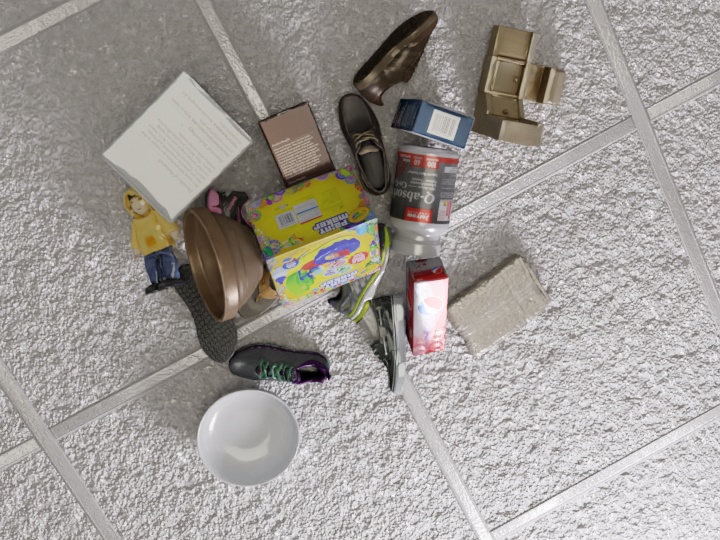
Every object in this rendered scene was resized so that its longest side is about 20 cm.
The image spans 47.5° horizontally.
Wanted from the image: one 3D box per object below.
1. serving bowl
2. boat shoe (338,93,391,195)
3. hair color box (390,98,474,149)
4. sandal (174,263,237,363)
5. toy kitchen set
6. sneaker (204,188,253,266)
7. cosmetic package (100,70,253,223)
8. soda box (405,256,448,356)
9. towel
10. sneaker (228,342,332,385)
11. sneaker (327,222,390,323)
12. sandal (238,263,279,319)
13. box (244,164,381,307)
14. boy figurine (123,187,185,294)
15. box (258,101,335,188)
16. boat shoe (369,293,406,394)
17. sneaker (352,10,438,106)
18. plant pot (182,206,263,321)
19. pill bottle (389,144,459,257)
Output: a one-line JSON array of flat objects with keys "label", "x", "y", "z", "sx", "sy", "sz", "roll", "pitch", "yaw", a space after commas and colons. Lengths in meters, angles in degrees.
[{"label": "serving bowl", "x": -0.221, "y": 0.318, "z": 1.610, "sx": 0.200, "sy": 0.066, "sz": 0.200, "roll": -2, "pitch": 102, "yaw": -8}, {"label": "boat shoe", "x": 0.015, "y": -0.235, "z": 1.528, "sx": 0.074, "sy": 0.073, "sz": 0.200, "roll": -23, "pitch": 104, "yaw": -4}, {"label": "hair color box", "x": 0.126, "y": -0.267, "z": 1.474, "sx": 0.100, "sy": 0.200, "sz": 0.061, "roll": 17, "pitch": 99, "yaw": -12}, {"label": "sandal", "x": -0.291, "y": 0.079, "z": 1.565, "sx": 0.075, "sy": 0.048, "sz": 0.201, "roll": -25, "pitch": 91, "yaw": -2}, {"label": "toy kitchen set", "x": 0.321, "y": -0.332, "z": 1.500, "sx": 0.163, "sy": 0.180, "sz": 0.200, "roll": 8, "pitch": 104, "yaw": -11}, {"label": "sneaker", "x": -0.234, "y": -0.057, "z": 1.533, "sx": 0.095, "sy": 0.079, "sz": 0.200, "roll": -9, "pitch": 104, "yaw": -18}, {"label": "cosmetic package", "x": -0.315, "y": -0.219, "z": 1.433, "sx": 0.200, "sy": 0.167, "sz": 0.166, "roll": -44, "pitch": 105, "yaw": 3}, {"label": "soda box", "x": 0.125, "y": 0.071, "z": 1.570, "sx": 0.070, "sy": 0.063, "sz": 0.200, "roll": -9, "pitch": 132, "yaw": -7}, {"label": "towel", "x": 0.275, "y": 0.069, "z": 1.653, "sx": 0.200, "sy": 0.034, "sz": 0.133, "roll": -34, "pitch": 103, "yaw": 0}, {"label": "sneaker", "x": -0.154, "y": 0.185, "z": 1.581, "sx": 0.200, "sy": 0.088, "sz": 0.075, "roll": 0, "pitch": 101, "yaw": -9}, {"label": "sneaker", "x": 0.000, "y": 0.000, "z": 1.578, "sx": 0.081, "sy": 0.074, "sz": 0.200, "roll": 20, "pitch": 96, "yaw": -9}, {"label": "sandal", "x": -0.156, "y": 0.020, "z": 1.564, "sx": 0.200, "sy": 0.055, "sz": 0.082, "roll": -32, "pitch": 104, "yaw": -1}, {"label": "box", "x": -0.079, "y": -0.057, "z": 1.455, "sx": 0.200, "sy": 0.193, "sz": 0.122, "roll": -22, "pitch": 64, "yaw": -6}, {"label": "boy figurine", "x": -0.375, "y": -0.062, "z": 1.493, "sx": 0.124, "sy": 0.064, "sz": 0.200, "roll": -11, "pitch": 94, "yaw": 31}, {"label": "box", "x": -0.107, "y": -0.202, "z": 1.518, "sx": 0.100, "sy": 0.075, "sz": 0.200, "roll": -23, "pitch": 106, "yaw": -3}, {"label": "boat shoe", "x": 0.054, "y": 0.146, "z": 1.623, "sx": 0.071, "sy": 0.072, "sz": 0.200, "roll": -3, "pitch": 92, "yaw": 1}, {"label": "sneaker", "x": 0.076, "y": -0.393, "z": 1.520, "sx": 0.200, "sy": 0.070, "sz": 0.076, "roll": -43, "pitch": 123, "yaw": 5}, {"label": "plant pot", "x": -0.230, "y": -0.019, "z": 1.415, "sx": 0.093, "sy": 0.201, "sz": 0.201, "roll": -18, "pitch": 104, "yaw": -25}, {"label": "pill bottle", "x": 0.117, "y": -0.132, "z": 1.544, "sx": 0.116, "sy": 0.116, "sz": 0.200, "roll": 5, "pitch": 100, "yaw": -10}]
